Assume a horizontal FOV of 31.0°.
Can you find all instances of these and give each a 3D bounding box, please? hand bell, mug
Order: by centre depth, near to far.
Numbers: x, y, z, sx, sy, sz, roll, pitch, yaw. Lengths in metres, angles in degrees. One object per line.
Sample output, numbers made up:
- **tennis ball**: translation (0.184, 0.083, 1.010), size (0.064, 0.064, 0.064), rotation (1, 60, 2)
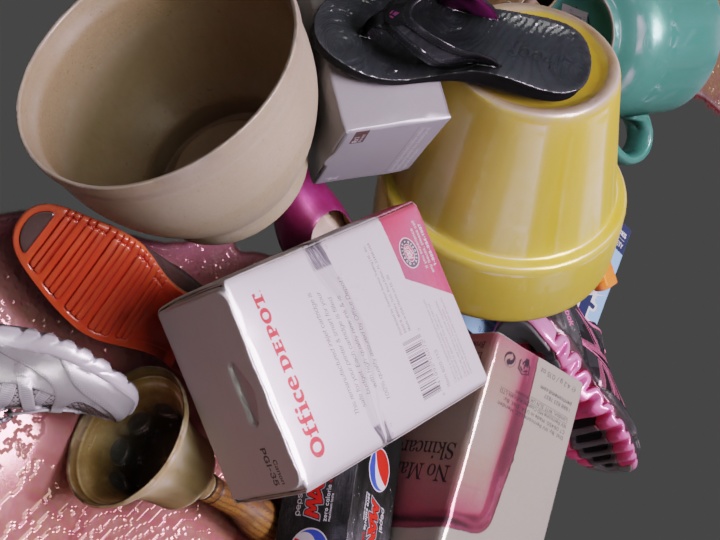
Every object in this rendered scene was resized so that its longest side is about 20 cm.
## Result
- **hand bell**: translation (-0.106, 0.160, 0.939), size (0.200, 0.104, 0.104), rotation (44, 60, -43)
- **mug**: translation (0.240, -0.204, 1.187), size (0.114, 0.152, 0.185), rotation (-9, 73, -39)

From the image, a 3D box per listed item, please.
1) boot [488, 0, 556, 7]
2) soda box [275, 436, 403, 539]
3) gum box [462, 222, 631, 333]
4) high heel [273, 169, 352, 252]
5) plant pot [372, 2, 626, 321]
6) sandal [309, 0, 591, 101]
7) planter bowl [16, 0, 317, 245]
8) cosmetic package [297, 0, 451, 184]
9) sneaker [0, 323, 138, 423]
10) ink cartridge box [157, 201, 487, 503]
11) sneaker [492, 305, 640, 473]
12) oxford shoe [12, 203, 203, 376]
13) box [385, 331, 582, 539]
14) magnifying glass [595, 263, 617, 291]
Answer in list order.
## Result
- **boot**: translation (0.116, -0.217, 1.144), size (0.074, 0.075, 0.200), rotation (47, 60, -28)
- **soda box**: translation (-0.018, 0.184, 0.973), size (0.071, 0.063, 0.200), rotation (44, 48, -51)
- **gum box**: translation (0.153, 0.000, 1.173), size (0.170, 0.045, 0.200), rotation (39, 64, -31)
- **high heel**: translation (0.000, 0.000, 1.015), size (0.067, 0.096, 0.200), rotation (-29, 104, -37)
- **plant pot**: translation (0.117, -0.094, 1.008), size (0.201, 0.201, 0.189), rotation (-41, 154, -34)
- **sandal**: translation (0.066, -0.162, 0.874), size (0.200, 0.048, 0.075), rotation (4, 70, -16)
- **planter bowl**: translation (-0.113, -0.102, 0.889), size (0.200, 0.200, 0.135), rotation (-66, 150, -23)
- **cosmetic package**: translation (-0.010, -0.174, 0.937), size (0.090, 0.107, 0.200), rotation (-13, 80, -19)
- **sneaker**: translation (-0.242, 0.072, 0.835), size (0.200, 0.075, 0.082), rotation (18, 81, -25)
- **ink cartridge box**: translation (-0.022, 0.052, 0.899), size (0.200, 0.083, 0.147), rotation (-24, 93, -45)
- **sneaker**: translation (0.196, 0.090, 1.134), size (0.200, 0.079, 0.095), rotation (57, 46, -24)
- **oxford shoe**: translation (-0.159, 0.015, 0.906), size (0.200, 0.073, 0.071), rotation (39, 94, -30)
- **box**: translation (0.077, 0.161, 1.043), size (0.109, 0.128, 0.200), rotation (31, 67, -33)
- **magnifying glass**: translation (0.191, -0.077, 1.169), size (0.080, 0.022, 0.200), rotation (-29, 106, -39)
